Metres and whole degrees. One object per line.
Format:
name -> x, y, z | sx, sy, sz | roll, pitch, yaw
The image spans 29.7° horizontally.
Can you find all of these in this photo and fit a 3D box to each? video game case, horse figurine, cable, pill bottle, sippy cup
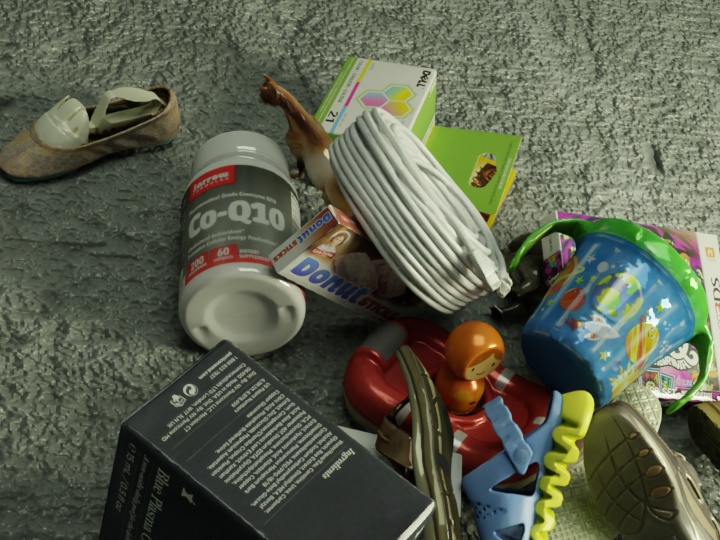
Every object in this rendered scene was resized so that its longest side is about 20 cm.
video game case -> 0.272, 0.041, 1.315 | 0.199, 0.036, 0.182 | 8, 66, -24
horse figurine -> -0.034, -0.091, 1.324 | 0.050, 0.133, 0.201 | -30, 81, -14
cable -> 0.052, -0.054, 1.224 | 0.200, 0.069, 0.200 | 50, 13, -6
pill bottle -> -0.111, -0.030, 1.256 | 0.113, 0.114, 0.201 | 7, 44, -13
sippy cup -> 0.214, 0.046, 1.194 | 0.177, 0.140, 0.130 | 26, 61, 41

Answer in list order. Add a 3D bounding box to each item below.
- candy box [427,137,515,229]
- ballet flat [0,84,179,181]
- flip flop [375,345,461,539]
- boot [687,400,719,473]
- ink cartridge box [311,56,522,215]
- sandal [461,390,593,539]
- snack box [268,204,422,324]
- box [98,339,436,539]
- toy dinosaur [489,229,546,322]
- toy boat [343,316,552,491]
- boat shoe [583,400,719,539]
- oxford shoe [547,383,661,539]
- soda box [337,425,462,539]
candy box -> 0.090, -0.062, 1.425 | 0.102, 0.027, 0.200 | 21, 43, 7
ballet flat -> -0.268, -0.147, 1.352 | 0.199, 0.067, 0.068 | -23, 57, -36
flip flop -> 0.041, 0.149, 1.076 | 0.057, 0.081, 0.201 | -15, 58, 14
boot -> 0.426, 0.150, 1.238 | 0.199, 0.066, 0.175 | -15, 42, -12
ink cartridge box -> 0.062, -0.144, 1.428 | 0.199, 0.076, 0.148 | 10, 42, 13
sandal -> 0.120, 0.184, 1.102 | 0.087, 0.080, 0.201 | 18, 81, 6
snack box -> 0.000, 0.000, 1.216 | 0.200, 0.072, 0.024 | 29, 27, -56
box -> -0.077, 0.195, 0.980 | 0.200, 0.197, 0.117 | 35, 46, 16
toy dinosaur -> 0.196, 0.027, 1.337 | 0.200, 0.077, 0.102 | 36, 59, 23
toy boat -> 0.090, 0.098, 1.186 | 0.199, 0.131, 0.131 | 31, 45, 13
boat shoe -> 0.248, 0.189, 1.146 | 0.201, 0.074, 0.073 | 62, 30, -18
oxford shoe -> 0.205, 0.187, 1.197 | 0.075, 0.058, 0.200 | 35, 59, 1
soda box -> -0.019, 0.173, 1.121 | 0.199, 0.064, 0.068 | 14, 44, -7
